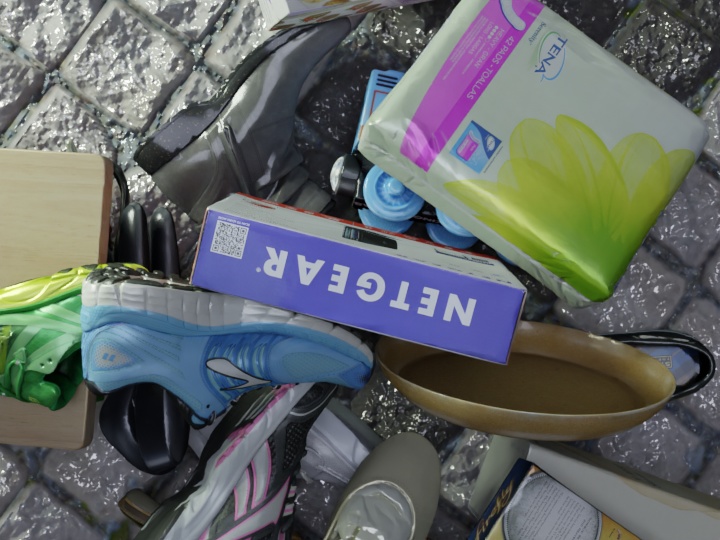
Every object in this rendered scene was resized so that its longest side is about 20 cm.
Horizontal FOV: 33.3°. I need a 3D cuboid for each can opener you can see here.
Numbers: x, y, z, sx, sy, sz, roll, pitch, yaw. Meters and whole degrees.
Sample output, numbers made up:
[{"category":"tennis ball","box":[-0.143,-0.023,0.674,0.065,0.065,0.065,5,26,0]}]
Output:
[{"category":"can opener","box":[-0.148,0.048,0.870,0.078,0.063,0.201,-15,68,29]}]

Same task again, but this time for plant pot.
[{"category":"plant pot","box":[0.108,0.072,0.805,0.199,0.200,0.028,4,104,-1]}]

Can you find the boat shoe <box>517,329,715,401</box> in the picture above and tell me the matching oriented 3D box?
[{"category":"boat shoe","box":[0.167,0.077,0.902,0.199,0.057,0.069,-9,89,-1]}]

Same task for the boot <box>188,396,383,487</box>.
[{"category":"boot","box":[-0.054,0.134,0.898,0.200,0.074,0.096,39,95,9]}]

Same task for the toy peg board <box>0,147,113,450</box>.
[{"category":"toy peg board","box":[-0.270,0.015,0.867,0.199,0.098,0.200,4,90,7]}]

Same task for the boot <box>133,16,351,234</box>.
[{"category":"boot","box":[-0.059,-0.096,0.907,0.200,0.070,0.132,-39,96,6]}]

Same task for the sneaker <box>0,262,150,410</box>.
[{"category":"sneaker","box":[-0.224,0.054,0.774,0.199,0.074,0.084,-17,83,6]}]

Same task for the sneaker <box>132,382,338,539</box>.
[{"category":"sneaker","box":[-0.075,0.156,0.834,0.086,0.080,0.200,39,88,-15]}]

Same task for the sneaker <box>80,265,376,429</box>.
[{"category":"sneaker","box":[-0.086,0.056,0.763,0.199,0.078,0.090,11,95,-26]}]

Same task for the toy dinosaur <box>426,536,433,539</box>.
[{"category":"toy dinosaur","box":[0.073,0.292,0.870,0.102,0.136,0.200,-35,114,-2]}]

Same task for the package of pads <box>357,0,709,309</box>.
[{"category":"package of pads","box":[0.122,-0.091,0.828,0.200,0.068,0.155,37,73,1]}]

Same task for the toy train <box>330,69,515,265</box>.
[{"category":"toy train","box":[0.080,-0.075,0.892,0.199,0.087,0.115,12,81,-2]}]

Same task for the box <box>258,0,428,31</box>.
[{"category":"box","box":[0.019,-0.214,0.873,0.199,0.039,0.042,-16,89,-29]}]

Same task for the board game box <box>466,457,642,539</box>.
[{"category":"board game box","box":[0.107,0.245,0.783,0.135,0.035,0.200,35,83,-6]}]

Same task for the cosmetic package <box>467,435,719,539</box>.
[{"category":"cosmetic package","box":[0.189,0.181,0.868,0.199,0.104,0.073,21,89,-8]}]

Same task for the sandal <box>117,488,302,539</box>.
[{"category":"sandal","box":[-0.084,0.203,0.895,0.199,0.080,0.054,26,67,4]}]

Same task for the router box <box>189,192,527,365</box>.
[{"category":"router box","box":[0.000,0.000,0.796,0.199,0.180,0.049,14,96,-2]}]

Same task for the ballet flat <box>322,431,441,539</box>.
[{"category":"ballet flat","box":[-0.004,0.203,0.818,0.069,0.069,0.201,28,87,0]}]

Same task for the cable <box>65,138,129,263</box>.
[{"category":"cable","box":[-0.193,-0.005,0.915,0.097,0.050,0.201,-30,100,0]}]
